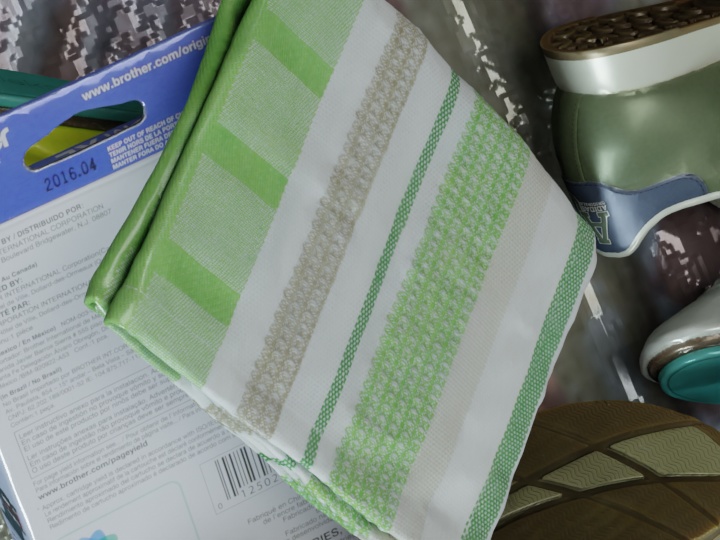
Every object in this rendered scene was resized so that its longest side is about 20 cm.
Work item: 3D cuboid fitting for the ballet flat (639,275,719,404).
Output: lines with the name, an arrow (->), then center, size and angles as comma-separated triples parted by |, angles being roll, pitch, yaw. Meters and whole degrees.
ballet flat -> 0.185, 0.018, 0.967 | 0.200, 0.069, 0.069 | 5, 84, -28

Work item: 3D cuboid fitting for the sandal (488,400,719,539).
sandal -> 0.044, 0.113, 0.889 | 0.200, 0.080, 0.054 | -34, 144, -8

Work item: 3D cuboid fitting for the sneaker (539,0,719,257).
sneaker -> 0.154, -0.059, 0.958 | 0.200, 0.067, 0.090 | -14, 107, -29

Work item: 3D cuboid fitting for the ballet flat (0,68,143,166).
ballet flat -> -0.061, -0.030, 0.860 | 0.200, 0.067, 0.067 | 3, 106, -23

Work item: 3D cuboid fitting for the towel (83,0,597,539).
towel -> 0.000, 0.000, 0.817 | 0.200, 0.031, 0.149 | 43, 61, -43

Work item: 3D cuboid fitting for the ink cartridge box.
ink cartridge box -> -0.070, 0.024, 0.815 | 0.119, 0.042, 0.200 | -26, 121, -18
